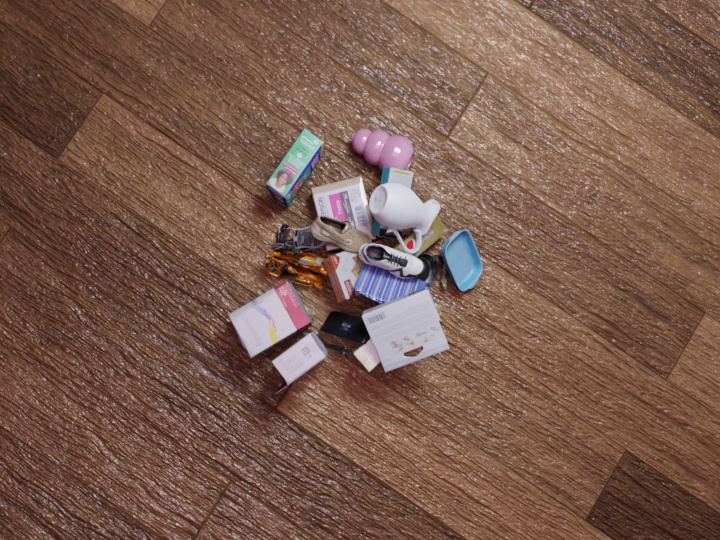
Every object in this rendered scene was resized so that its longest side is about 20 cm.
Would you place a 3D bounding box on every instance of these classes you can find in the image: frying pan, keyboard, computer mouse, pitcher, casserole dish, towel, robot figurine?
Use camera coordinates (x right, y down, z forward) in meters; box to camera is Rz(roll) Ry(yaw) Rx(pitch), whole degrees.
[{"bbox_3d":[0.162,0.029,1.609,0.190,0.031,0.116,-42,117,-17],"label":"frying pan"},{"bbox_3d":[-0.050,0.187,1.546,0.021,0.198,0.128,49,64,-35],"label":"keyboard"},{"bbox_3d":[-0.173,-0.091,1.593,0.197,0.044,0.112,-3,80,32],"label":"computer mouse"},{"bbox_3d":[0.117,-0.147,1.489,0.198,0.121,0.175,15,91,-37],"label":"pitcher"},{"bbox_3d":[0.304,-0.032,1.598,0.121,0.039,0.202,-42,122,-21],"label":"casserole dish"},{"bbox_3d":[0.089,0.045,1.511,0.197,0.024,0.146,24,47,0],"label":"towel"},{"bbox_3d":[-0.192,-0.012,1.577,0.197,0.146,0.059,16,48,-11],"label":"robot figurine"}]

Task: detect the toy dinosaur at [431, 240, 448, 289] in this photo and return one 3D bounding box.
[{"bbox_3d":[0.269,-0.047,1.627,0.088,0.047,0.203,29,79,-45],"label":"toy dinosaur"}]

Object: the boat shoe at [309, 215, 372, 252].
[{"bbox_3d":[-0.045,-0.106,1.515,0.197,0.065,0.072,13,51,-27],"label":"boat shoe"}]

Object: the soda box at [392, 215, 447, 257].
[{"bbox_3d":[0.168,-0.084,1.599,0.199,0.068,0.064,-39,96,-18],"label":"soda box"}]

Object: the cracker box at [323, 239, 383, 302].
[{"bbox_3d":[0.000,0.000,1.574,0.198,0.057,0.136,-20,88,-34],"label":"cracker box"}]

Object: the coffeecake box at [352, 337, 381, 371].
[{"bbox_3d":[0.072,0.197,1.562,0.200,0.154,0.073,-42,89,-4],"label":"coffeecake box"}]

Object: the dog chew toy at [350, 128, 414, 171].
[{"bbox_3d":[0.063,-0.371,1.617,0.198,0.125,0.126,25,86,8],"label":"dog chew toy"}]

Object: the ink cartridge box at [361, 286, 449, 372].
[{"bbox_3d":[0.125,0.162,1.448,0.197,0.044,0.176,-21,100,10],"label":"ink cartridge box"}]

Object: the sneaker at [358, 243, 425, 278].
[{"bbox_3d":[0.091,-0.026,1.496,0.197,0.080,0.075,15,86,-4],"label":"sneaker"}]

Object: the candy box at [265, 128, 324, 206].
[{"bbox_3d":[-0.193,-0.304,1.575,0.076,0.169,0.202,33,86,-3],"label":"candy box"}]

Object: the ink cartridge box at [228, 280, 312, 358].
[{"bbox_3d":[-0.263,0.143,1.558,0.198,0.145,0.146,-30,88,-4],"label":"ink cartridge box"}]

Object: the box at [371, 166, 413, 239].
[{"bbox_3d":[0.094,-0.199,1.560,0.081,0.049,0.204,6,100,-27],"label":"box"}]

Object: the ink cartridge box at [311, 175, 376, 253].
[{"bbox_3d":[-0.051,-0.170,1.619,0.162,0.075,0.203,-15,88,-4],"label":"ink cartridge box"}]

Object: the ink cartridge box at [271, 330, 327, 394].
[{"bbox_3d":[-0.188,0.261,1.525,0.174,0.200,0.084,-36,88,-5],"label":"ink cartridge box"}]
